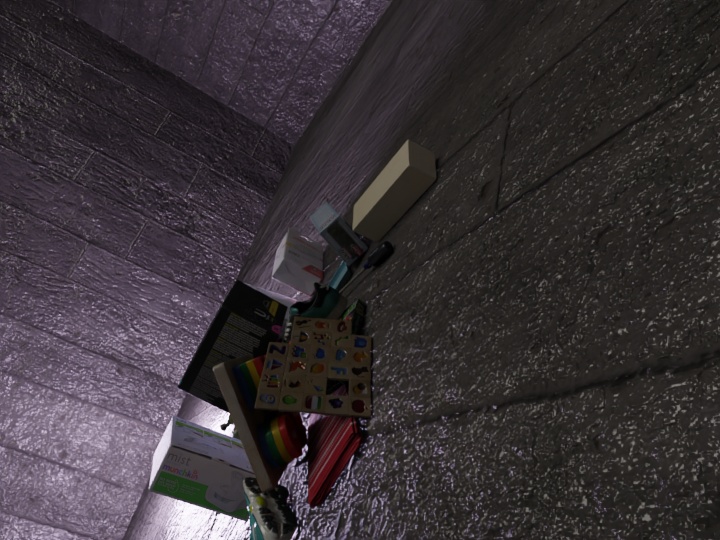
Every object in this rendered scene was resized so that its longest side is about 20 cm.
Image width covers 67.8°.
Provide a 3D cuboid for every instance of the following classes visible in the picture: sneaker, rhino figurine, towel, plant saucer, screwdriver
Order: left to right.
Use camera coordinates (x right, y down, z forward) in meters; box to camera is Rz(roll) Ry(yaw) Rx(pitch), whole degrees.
[{"bbox_3d":[-0.304,0.372,1.334,0.088,0.060,0.200,-49,23,8],"label":"rhino figurine"},{"bbox_3d":[-0.159,0.399,0.868,0.200,0.077,0.080,-156,85,-73],"label":"sneaker"},{"bbox_3d":[-0.117,0.106,1.019,0.200,0.080,0.071,-49,19,7],"label":"sneaker"},{"bbox_3d":[-0.077,0.070,1.203,0.201,0.019,0.070,-59,18,15],"label":"plant saucer"},{"bbox_3d":[-0.045,0.249,0.842,0.145,0.022,0.200,-60,16,16],"label":"towel"},{"bbox_3d":[0.000,0.000,1.062,0.200,0.028,0.029,-39,58,45],"label":"screwdriver"}]

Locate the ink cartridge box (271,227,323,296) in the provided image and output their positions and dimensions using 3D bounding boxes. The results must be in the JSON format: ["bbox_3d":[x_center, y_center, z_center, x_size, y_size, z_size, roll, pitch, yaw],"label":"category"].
[{"bbox_3d":[-0.164,-0.028,1.431,0.068,0.116,0.200,-55,18,23],"label":"ink cartridge box"}]

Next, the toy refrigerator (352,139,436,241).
[{"bbox_3d":[0.064,-0.149,1.044,0.200,0.070,0.076,-47,30,42],"label":"toy refrigerator"}]

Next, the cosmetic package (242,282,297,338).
[{"bbox_3d":[-0.241,0.148,1.275,0.200,0.166,0.167,-135,65,-71],"label":"cosmetic package"}]

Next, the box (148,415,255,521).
[{"bbox_3d":[-0.303,0.390,1.073,0.097,0.199,0.176,-64,18,-4],"label":"box"}]

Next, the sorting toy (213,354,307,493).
[{"bbox_3d":[-0.149,0.230,0.884,0.069,0.200,0.200,-23,-5,-2],"label":"sorting toy"}]

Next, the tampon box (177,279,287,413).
[{"bbox_3d":[-0.251,0.150,1.075,0.201,0.126,0.150,-58,11,15],"label":"tampon box"}]

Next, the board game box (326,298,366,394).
[{"bbox_3d":[-0.046,0.142,0.939,0.105,0.023,0.200,-43,18,32],"label":"board game box"}]

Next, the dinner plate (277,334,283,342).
[{"bbox_3d":[-0.118,0.177,1.056,0.199,0.024,0.201,-24,36,19],"label":"dinner plate"}]

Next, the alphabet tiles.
[{"bbox_3d":[-0.066,0.143,0.839,0.201,0.166,0.008,-88,4,-55],"label":"alphabet tiles"}]

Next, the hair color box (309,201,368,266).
[{"bbox_3d":[-0.053,-0.088,1.214,0.061,0.099,0.200,-41,19,2],"label":"hair color box"}]
